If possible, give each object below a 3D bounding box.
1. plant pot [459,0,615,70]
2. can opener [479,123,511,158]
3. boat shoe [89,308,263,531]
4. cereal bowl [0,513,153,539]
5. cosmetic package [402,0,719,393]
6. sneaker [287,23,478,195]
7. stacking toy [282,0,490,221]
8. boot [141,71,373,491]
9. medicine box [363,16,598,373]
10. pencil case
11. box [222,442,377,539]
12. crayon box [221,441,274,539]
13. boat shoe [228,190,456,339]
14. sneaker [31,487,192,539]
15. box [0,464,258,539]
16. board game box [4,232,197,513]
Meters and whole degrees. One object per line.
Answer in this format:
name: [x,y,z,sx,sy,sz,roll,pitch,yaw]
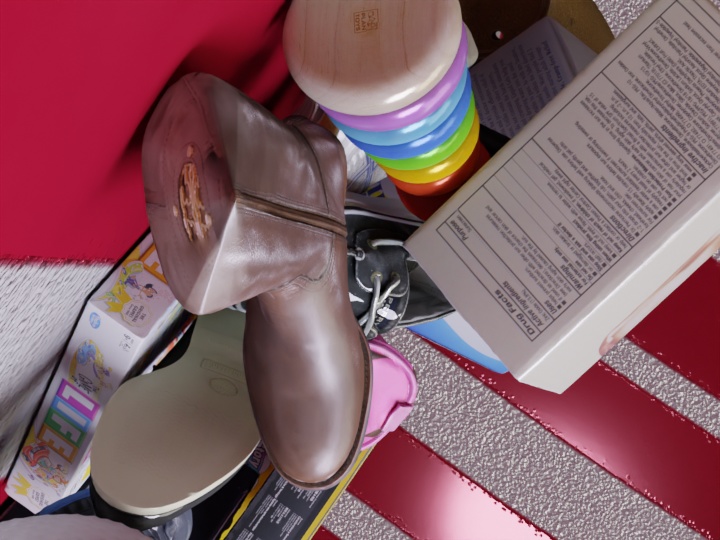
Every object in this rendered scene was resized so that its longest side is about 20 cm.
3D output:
plant pot: [0.092,-0.152,1.255,0.186,0.186,0.200,-55,163,-8]
can opener: [0.050,-0.079,1.067,0.063,0.200,0.079,-22,137,-36]
boat shoe: [-0.085,0.076,0.928,0.063,0.074,0.201,-65,177,31]
cereal bowl: [-0.171,0.176,0.832,0.200,0.083,0.200,-23,149,-15]
cosmetic package: [0.135,-0.040,0.942,0.200,0.103,0.087,-42,158,10]
sneaker: [-0.005,-0.064,1.019,0.088,0.075,0.200,11,124,-42]
stacking toy: [0.027,-0.076,0.919,0.085,0.085,0.200,-54,154,-11]
boot: [-0.045,0.014,0.795,0.200,0.064,0.186,-1,86,-80]
medicine box: [0.107,-0.041,1.191,0.200,0.103,0.182,-34,143,24]
pencil case: [-0.032,0.038,1.091,0.091,0.094,0.200,-50,-150,8]
box: [-0.061,0.177,1.190,0.200,0.049,0.160,-54,179,-23]
crayon box: [-0.123,0.135,1.353,0.200,0.119,0.058,-56,178,40]
boat shoe: [0.000,0.000,0.976,0.200,0.071,0.072,-10,140,-55]
sneaker: [-0.179,0.164,0.939,0.200,0.066,0.078,-36,-164,-4]
box: [-0.187,0.213,1.160,0.200,0.117,0.197,-57,177,35]
board game box: [-0.122,0.039,0.987,0.134,0.034,0.200,-53,177,-40]
